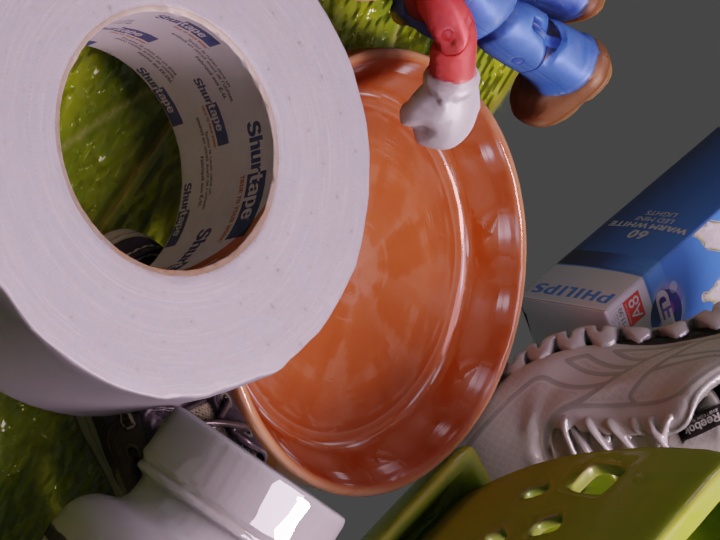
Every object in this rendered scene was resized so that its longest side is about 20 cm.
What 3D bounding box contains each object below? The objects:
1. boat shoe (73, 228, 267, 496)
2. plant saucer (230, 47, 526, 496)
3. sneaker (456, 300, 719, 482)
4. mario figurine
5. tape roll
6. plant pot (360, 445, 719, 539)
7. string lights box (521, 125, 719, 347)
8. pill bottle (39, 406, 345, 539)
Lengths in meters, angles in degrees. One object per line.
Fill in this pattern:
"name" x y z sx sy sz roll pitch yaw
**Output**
"boat shoe" -0.071 0.080 1.218 0.072 0.065 0.200 -23 111 -42
"plant saucer" 0.000 0.000 1.310 0.200 0.032 0.200 -10 103 -47
"sneaker" 0.133 0.066 1.354 0.081 0.200 0.075 -87 154 -60
"mario figurine" 0.018 -0.132 1.275 0.200 0.123 0.106 28 107 -43
"tape roll" -0.092 -0.046 1.142 0.200 0.066 0.200 9 76 -38
"plant pot" 0.075 0.201 1.307 0.199 0.181 0.200 -46 126 -34
"string lights box" 0.170 0.009 1.474 0.200 0.059 0.103 -39 123 -36
"pill bottle" -0.094 0.157 1.136 0.111 0.111 0.200 38 84 -43
